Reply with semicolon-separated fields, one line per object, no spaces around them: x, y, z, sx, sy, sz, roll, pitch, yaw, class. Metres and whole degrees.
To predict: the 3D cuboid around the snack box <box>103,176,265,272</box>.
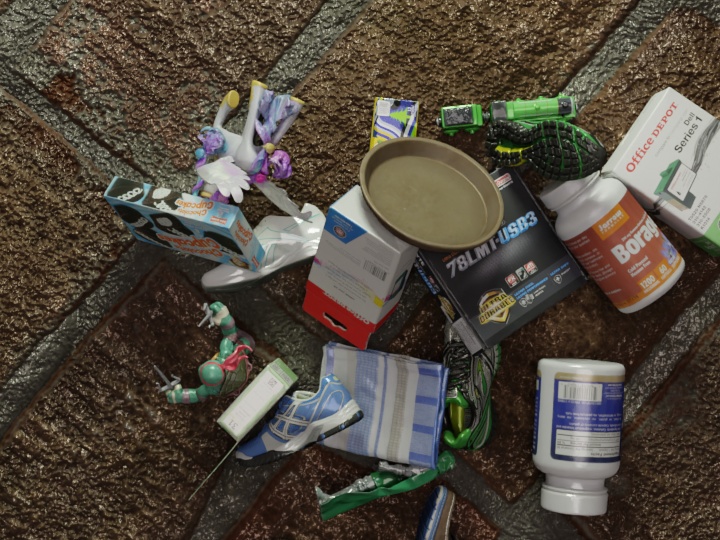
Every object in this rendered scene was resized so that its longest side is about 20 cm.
-0.235;-0.062;1.577;0.199;0.116;0.037;15;66;23;snack box

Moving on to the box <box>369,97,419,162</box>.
0.040;-0.134;1.627;0.064;0.070;0.201;7;90;0;box

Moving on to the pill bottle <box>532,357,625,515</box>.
0.295;0.223;1.594;0.119;0.120;0.202;4;90;1;pill bottle

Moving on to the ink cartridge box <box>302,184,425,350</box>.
0.000;0.000;1.573;0.116;0.201;0.067;34;46;14;ink cartridge box

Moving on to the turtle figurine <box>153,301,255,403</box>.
-0.194;0.127;1.563;0.101;0.200;0.150;38;92;9;turtle figurine

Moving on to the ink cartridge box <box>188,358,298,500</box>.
-0.169;0.210;1.591;0.048;0.146;0.200;44;91;1;ink cartridge box

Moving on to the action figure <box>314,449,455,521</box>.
0.036;0.289;1.619;0.199;0.118;0.055;-16;79;-8;action figure

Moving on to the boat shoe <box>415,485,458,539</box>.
0.110;0.397;1.627;0.072;0.072;0.201;12;100;-3;boat shoe

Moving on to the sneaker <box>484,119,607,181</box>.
0.257;-0.170;1.560;0.085;0.200;0.079;-10;110;-31;sneaker

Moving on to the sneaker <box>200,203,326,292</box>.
-0.133;-0.028;1.637;0.199;0.070;0.081;-23;83;-6;sneaker

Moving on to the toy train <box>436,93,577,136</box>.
0.204;-0.219;1.630;0.199;0.056;0.042;-6;87;2;toy train

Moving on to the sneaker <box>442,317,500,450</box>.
0.145;0.147;1.599;0.078;0.085;0.202;-5;88;28;sneaker

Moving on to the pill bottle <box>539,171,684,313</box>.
0.337;-0.050;1.588;0.112;0.112;0.200;-41;96;1;pill bottle

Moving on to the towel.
0.024;0.183;1.602;0.199;0.024;0.148;8;91;33;towel

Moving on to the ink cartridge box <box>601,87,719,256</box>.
0.454;-0.135;1.611;0.199;0.084;0.147;34;90;1;ink cartridge box

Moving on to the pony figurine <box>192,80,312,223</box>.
-0.152;-0.151;1.589;0.166;0.193;0.201;22;92;-40;pony figurine

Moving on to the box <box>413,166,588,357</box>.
0.179;-0.017;1.593;0.199;0.050;0.199;-30;85;-24;box

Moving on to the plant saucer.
0.091;-0.096;1.531;0.199;0.030;0.201;11;47;-12;plant saucer

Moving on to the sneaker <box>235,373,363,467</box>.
-0.091;0.210;1.615;0.199;0.076;0.077;-29;83;19;sneaker
